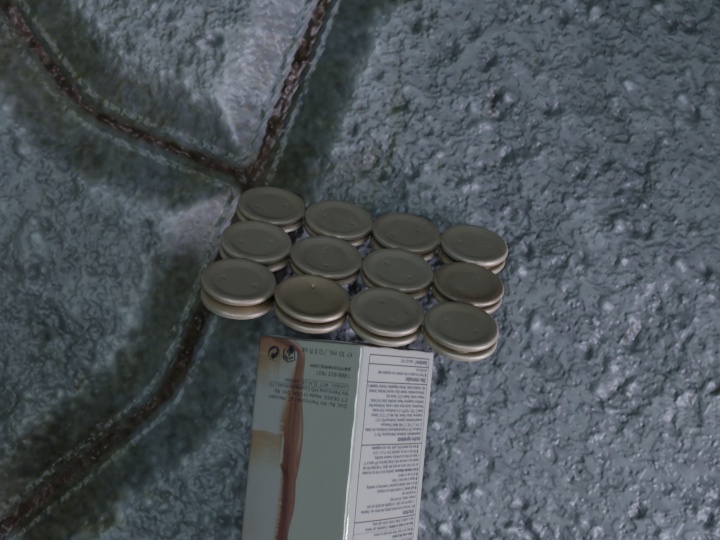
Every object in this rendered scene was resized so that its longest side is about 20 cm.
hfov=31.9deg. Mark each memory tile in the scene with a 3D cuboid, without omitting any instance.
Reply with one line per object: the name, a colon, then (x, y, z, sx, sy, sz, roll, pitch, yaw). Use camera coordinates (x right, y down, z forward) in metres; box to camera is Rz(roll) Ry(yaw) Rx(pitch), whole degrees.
memory tile: (0.000, 0.000, 0.855, 0.197, 0.154, 0.017, 12, 123, 2)

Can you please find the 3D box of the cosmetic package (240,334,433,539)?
cosmetic package: (-0.017, 0.149, 0.849, 0.086, 0.103, 0.203, 3, 85, 31)
